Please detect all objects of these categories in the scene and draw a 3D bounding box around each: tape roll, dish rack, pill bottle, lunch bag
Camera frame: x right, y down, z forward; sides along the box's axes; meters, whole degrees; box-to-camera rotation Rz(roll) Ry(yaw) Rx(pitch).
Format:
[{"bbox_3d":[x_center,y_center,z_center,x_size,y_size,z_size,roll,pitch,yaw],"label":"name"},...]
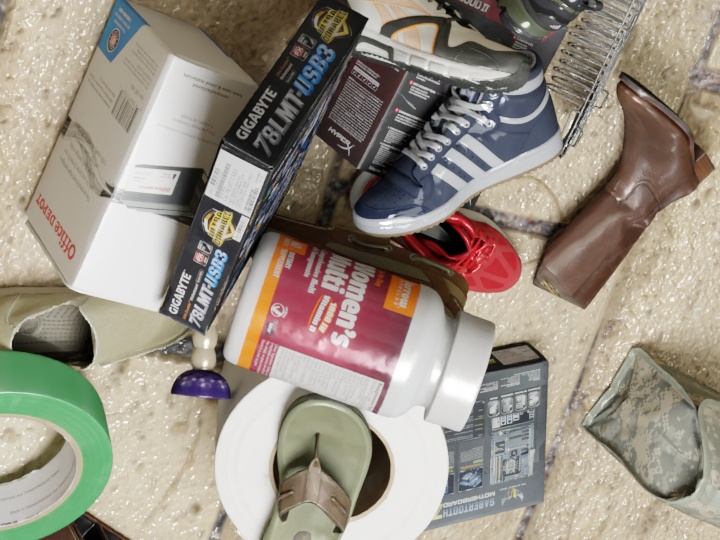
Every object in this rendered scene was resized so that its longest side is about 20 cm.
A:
[{"bbox_3d":[-0.307,0.152,1.589,0.198,0.048,0.202,-11,137,-10],"label":"tape roll"},{"bbox_3d":[0.205,-0.198,1.651,0.054,0.153,0.201,27,115,8],"label":"dish rack"},{"bbox_3d":[0.000,0.051,1.516,0.198,0.110,0.110,19,108,-2],"label":"pill bottle"},{"bbox_3d":[-0.026,0.139,1.665,0.200,0.139,0.205,-1,114,-3],"label":"tape roll"},{"bbox_3d":[0.338,0.183,1.864,0.163,0.200,0.118,28,101,-33],"label":"lunch bag"}]

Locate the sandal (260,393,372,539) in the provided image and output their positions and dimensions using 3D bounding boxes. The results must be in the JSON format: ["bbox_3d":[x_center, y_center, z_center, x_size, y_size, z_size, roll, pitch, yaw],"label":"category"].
[{"bbox_3d":[-0.037,0.194,1.581,0.079,0.057,0.203,9,113,-7],"label":"sandal"}]

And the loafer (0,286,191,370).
[{"bbox_3d":[-0.222,0.048,1.604,0.198,0.068,0.076,-8,118,-22],"label":"loafer"}]

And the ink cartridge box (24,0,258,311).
[{"bbox_3d":[-0.176,-0.091,1.510,0.084,0.145,0.201,18,106,-31],"label":"ink cartridge box"}]

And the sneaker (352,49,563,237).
[{"bbox_3d":[0.072,-0.111,1.556,0.199,0.070,0.109,-27,128,-19],"label":"sneaker"}]

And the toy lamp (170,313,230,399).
[{"bbox_3d":[-0.128,0.004,1.601,0.058,0.058,0.202,7,86,-28],"label":"toy lamp"}]

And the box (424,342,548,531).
[{"bbox_3d":[0.081,0.164,1.818,0.198,0.051,0.159,-11,116,-20],"label":"box"}]

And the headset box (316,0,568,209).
[{"bbox_3d":[0.074,-0.170,1.621,0.148,0.075,0.201,15,107,-43],"label":"headset box"}]

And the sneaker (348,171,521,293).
[{"bbox_3d":[0.084,-0.014,1.692,0.199,0.116,0.079,26,102,-33],"label":"sneaker"}]

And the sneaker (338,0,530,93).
[{"bbox_3d":[0.047,-0.194,1.505,0.074,0.199,0.081,16,94,-64],"label":"sneaker"}]

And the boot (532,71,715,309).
[{"bbox_3d":[0.220,-0.065,1.756,0.200,0.064,0.186,-44,137,5],"label":"boot"}]

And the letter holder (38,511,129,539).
[{"bbox_3d":[-0.276,0.325,1.671,0.200,0.142,0.100,-49,125,3],"label":"letter holder"}]

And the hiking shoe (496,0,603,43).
[{"bbox_3d":[0.159,-0.290,1.560,0.075,0.100,0.202,9,71,-49],"label":"hiking shoe"}]

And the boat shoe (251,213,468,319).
[{"bbox_3d":[0.000,0.000,1.623,0.074,0.199,0.076,-56,165,-34],"label":"boat shoe"}]

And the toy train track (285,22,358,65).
[{"bbox_3d":[-0.039,-0.249,1.557,0.115,0.032,0.201,-43,136,-15],"label":"toy train track"}]

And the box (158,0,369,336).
[{"bbox_3d":[-0.075,-0.082,1.475,0.049,0.201,0.199,29,137,0],"label":"box"}]
